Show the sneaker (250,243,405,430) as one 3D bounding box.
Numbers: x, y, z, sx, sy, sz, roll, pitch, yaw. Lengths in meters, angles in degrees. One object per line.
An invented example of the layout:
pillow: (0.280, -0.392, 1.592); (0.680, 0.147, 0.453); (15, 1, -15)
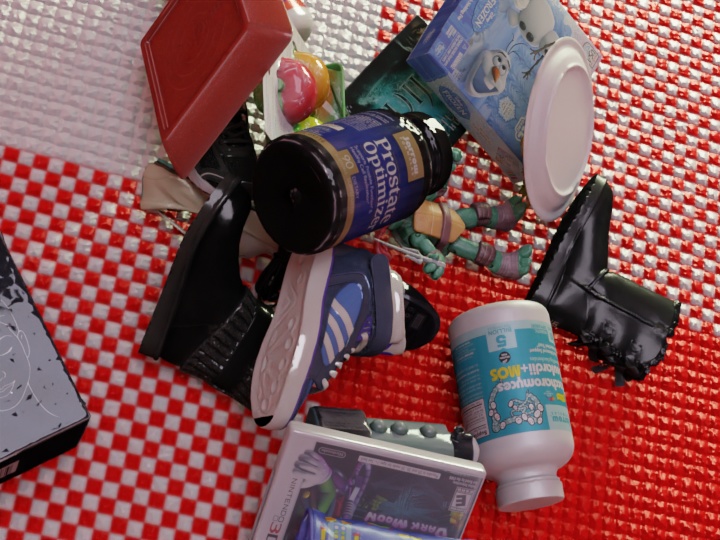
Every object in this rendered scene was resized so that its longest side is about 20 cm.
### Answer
sneaker: (-0.015, 0.075, 1.354); (0.145, 0.080, 0.203); (26, 67, -29)

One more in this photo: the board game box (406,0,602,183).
board game box: (0.169, -0.241, 1.595); (0.199, 0.043, 0.201); (45, 60, -25)

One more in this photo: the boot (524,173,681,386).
boot: (0.282, 0.013, 1.557); (0.161, 0.073, 0.200); (29, 70, -3)

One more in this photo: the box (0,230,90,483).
box: (-0.379, 0.102, 1.273); (0.198, 0.124, 0.199); (-24, 80, -24)

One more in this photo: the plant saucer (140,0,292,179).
plant saucer: (-0.155, -0.228, 1.391); (0.036, 0.200, 0.202); (19, 37, -35)

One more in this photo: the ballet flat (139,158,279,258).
ballet flat: (-0.138, -0.049, 1.453); (0.198, 0.070, 0.070); (23, 64, -6)

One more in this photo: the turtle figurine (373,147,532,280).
turtle figurine: (0.089, -0.053, 1.504); (0.198, 0.100, 0.152); (12, 75, -29)

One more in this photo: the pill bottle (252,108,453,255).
pill bottle: (-0.002, -0.092, 1.339); (0.199, 0.112, 0.113); (-23, 77, -47)

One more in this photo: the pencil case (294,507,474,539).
pencil case: (0.031, 0.274, 1.292); (0.197, 0.087, 0.079); (14, 81, -15)

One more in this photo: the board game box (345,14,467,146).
board game box: (0.052, -0.180, 1.580); (0.135, 0.028, 0.200); (41, 63, 0)

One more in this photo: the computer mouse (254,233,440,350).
computer mouse: (0.000, 0.000, 1.441); (0.197, 0.141, 0.046); (18, 38, -8)

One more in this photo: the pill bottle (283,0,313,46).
pill bottle: (-0.147, -0.310, 1.517); (0.112, 0.113, 0.201); (-34, 82, -26)

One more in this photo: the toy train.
toy train: (0.021, 0.195, 1.367); (0.197, 0.115, 0.086); (7, 29, -16)

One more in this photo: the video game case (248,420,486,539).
video game case: (-0.001, 0.245, 1.329); (0.197, 0.023, 0.184); (14, 110, -16)

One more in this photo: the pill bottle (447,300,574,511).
pill bottle: (0.158, 0.141, 1.444); (0.109, 0.111, 0.203); (-3, 71, -19)

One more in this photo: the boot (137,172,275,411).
boot: (-0.112, 0.025, 1.379); (0.156, 0.080, 0.213); (24, 107, -4)

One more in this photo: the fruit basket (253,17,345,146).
fruit basket: (-0.073, -0.169, 1.422); (0.092, 0.200, 0.188); (-10, 64, 17)

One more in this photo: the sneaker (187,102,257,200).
sneaker: (-0.148, -0.159, 1.434); (0.079, 0.087, 0.201); (-5, 51, -35)

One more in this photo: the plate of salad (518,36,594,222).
plate of salad: (0.211, -0.155, 1.545); (0.047, 0.201, 0.202); (9, 59, 29)
